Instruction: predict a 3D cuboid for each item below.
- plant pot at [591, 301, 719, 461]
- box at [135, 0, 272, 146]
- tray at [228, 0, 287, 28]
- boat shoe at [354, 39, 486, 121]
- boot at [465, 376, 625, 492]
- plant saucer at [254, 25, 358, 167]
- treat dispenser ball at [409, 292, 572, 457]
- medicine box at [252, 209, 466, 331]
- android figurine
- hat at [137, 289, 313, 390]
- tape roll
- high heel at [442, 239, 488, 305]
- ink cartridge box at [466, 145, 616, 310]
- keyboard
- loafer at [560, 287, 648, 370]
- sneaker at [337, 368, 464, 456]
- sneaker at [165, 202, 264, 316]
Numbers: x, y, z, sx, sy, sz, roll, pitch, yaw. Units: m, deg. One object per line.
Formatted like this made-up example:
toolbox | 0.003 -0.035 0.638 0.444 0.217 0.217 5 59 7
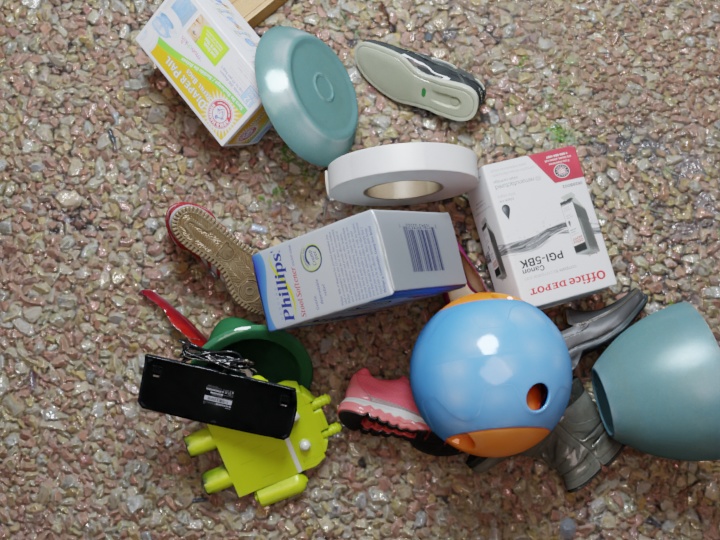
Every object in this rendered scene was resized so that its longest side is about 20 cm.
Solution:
plant pot | 0.374 0.154 1.071 0.134 0.200 0.202 -14 83 3
box | -0.193 -0.282 1.156 0.112 0.101 0.200 -43 83 24
tray | -0.145 -0.434 1.228 0.200 0.037 0.099 -40 84 -6
boat shoe | 0.085 -0.279 1.202 0.199 0.072 0.068 26 47 10
boot | 0.253 0.247 1.125 0.199 0.068 0.131 -34 89 -3
plant saucer | -0.060 -0.241 1.129 0.036 0.199 0.202 -17 81 35
treat dispenser ball | 0.160 0.128 1.038 0.199 0.201 0.203 0 82 0
medicine box | 0.000 0.000 1.058 0.199 0.182 0.104 -19 82 35
android figurine | -0.125 0.223 1.112 0.198 0.041 0.183 -19 110 -5
hat | -0.174 0.092 1.163 0.165 0.176 0.200 -35 126 5
tape roll | 0.055 -0.123 1.104 0.201 0.203 0.037 -4 83 -1
high heel | 0.144 0.033 1.134 0.067 0.096 0.201 -37 84 -5
ink cartridge box | 0.244 -0.052 1.141 0.146 0.083 0.202 -14 83 -14
keyboard | -0.174 0.143 1.056 0.198 0.040 0.105 14 109 -5
loafer | 0.302 0.080 1.143 0.199 0.073 0.072 -36 79 -6
sneaker | 0.072 0.185 1.128 0.198 0.074 0.087 19 56 -7
sneaker | -0.192 -0.022 1.165 0.071 0.112 0.200 -46 115 -8
